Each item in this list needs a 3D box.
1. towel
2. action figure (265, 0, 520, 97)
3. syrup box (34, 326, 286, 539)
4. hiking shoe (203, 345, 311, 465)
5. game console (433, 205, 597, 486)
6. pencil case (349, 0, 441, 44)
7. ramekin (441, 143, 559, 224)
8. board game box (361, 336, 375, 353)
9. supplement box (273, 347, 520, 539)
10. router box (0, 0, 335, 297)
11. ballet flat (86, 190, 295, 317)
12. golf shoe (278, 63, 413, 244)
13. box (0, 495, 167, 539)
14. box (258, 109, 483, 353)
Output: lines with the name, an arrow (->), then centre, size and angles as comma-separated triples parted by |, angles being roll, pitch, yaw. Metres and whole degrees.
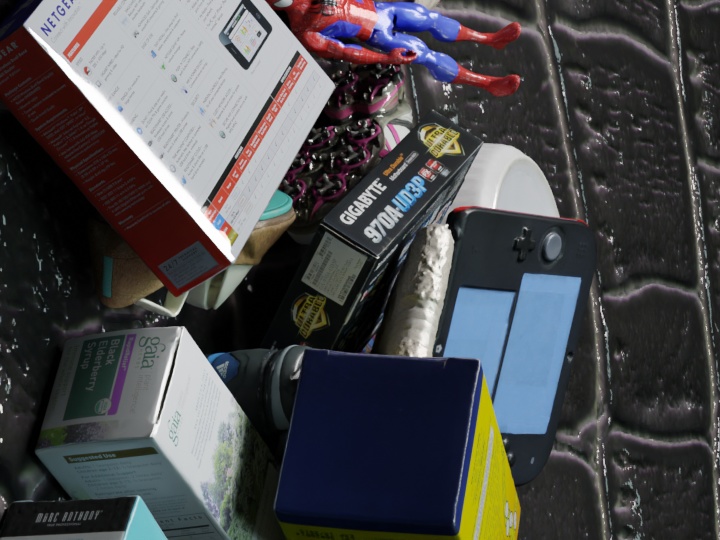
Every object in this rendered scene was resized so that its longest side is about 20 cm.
towel -> 0.021, 0.067, 1.611 | 0.200, 0.034, 0.133 | 108, -5, -61
action figure -> 0.021, -0.170, 1.734 | 0.199, 0.052, 0.066 | 11, 75, -24
syrup box -> -0.104, 0.124, 1.445 | 0.200, 0.081, 0.079 | 58, 33, -44
hiking shoe -> -0.060, 0.109, 1.553 | 0.201, 0.086, 0.075 | 81, 19, -50
game console -> 0.098, 0.057, 1.772 | 0.176, 0.031, 0.202 | 4, 100, -55
pencil case -> 0.037, -0.237, 1.851 | 0.200, 0.077, 0.090 | -46, 140, -60
ramekin -> 0.087, -0.004, 1.885 | 0.202, 0.094, 0.204 | -5, 90, -66
board game box -> 0.022, 0.139, 1.770 | 0.158, 0.039, 0.201 | -48, 128, -59
supplement box -> 0.027, 0.143, 1.493 | 0.200, 0.108, 0.110 | 72, 25, -57
router box -> -0.114, -0.114, 1.446 | 0.180, 0.049, 0.200 | 50, 36, -16
ballet flat -> -0.104, -0.009, 1.511 | 0.200, 0.067, 0.073 | -15, 118, -65
golf shoe -> -0.001, -0.066, 1.731 | 0.200, 0.072, 0.093 | -61, 139, -53
box -> -0.166, 0.211, 1.287 | 0.049, 0.082, 0.201 | 62, 32, -41
box -> 0.000, 0.000, 1.634 | 0.160, 0.046, 0.200 | -63, 172, 33
